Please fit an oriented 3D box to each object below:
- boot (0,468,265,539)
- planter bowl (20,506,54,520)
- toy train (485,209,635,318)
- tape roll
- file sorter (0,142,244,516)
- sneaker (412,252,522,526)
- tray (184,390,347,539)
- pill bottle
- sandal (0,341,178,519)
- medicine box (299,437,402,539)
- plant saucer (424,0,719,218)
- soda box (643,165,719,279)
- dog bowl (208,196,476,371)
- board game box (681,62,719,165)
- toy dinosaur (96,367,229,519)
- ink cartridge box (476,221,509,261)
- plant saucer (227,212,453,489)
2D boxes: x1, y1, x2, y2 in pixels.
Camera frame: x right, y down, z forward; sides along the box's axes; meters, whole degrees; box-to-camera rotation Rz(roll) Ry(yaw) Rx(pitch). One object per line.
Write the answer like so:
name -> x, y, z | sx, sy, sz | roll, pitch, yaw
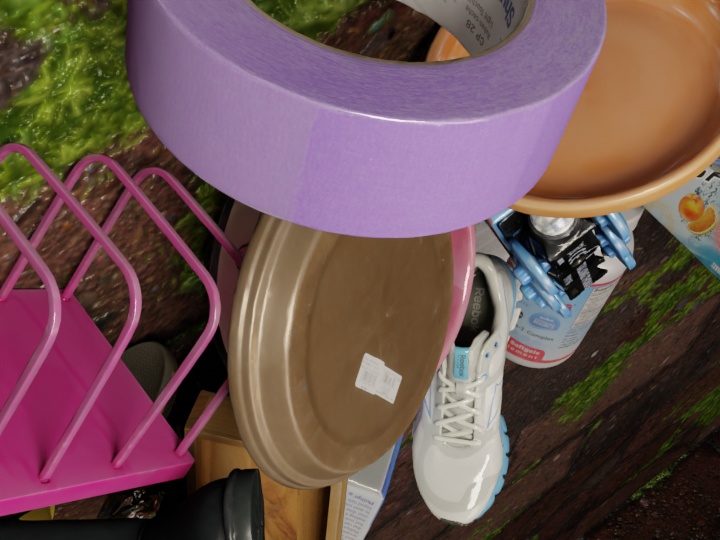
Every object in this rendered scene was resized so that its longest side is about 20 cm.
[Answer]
boot -> -0.136, 0.166, 0.611 | 0.167, 0.077, 0.200 | -2, 157, -7
planter bowl -> -0.285, 0.241, 0.756 | 0.200, 0.084, 0.201 | -33, 153, -19
toy train -> 0.126, -0.036, 0.751 | 0.087, 0.115, 0.200 | -39, 162, 6
tape roll -> 0.001, -0.109, 0.469 | 0.199, 0.200, 0.066 | -26, 152, -31
file sorter -> -0.159, 0.019, 0.518 | 0.200, 0.139, 0.126 | 1, 130, -56
sneaker -> 0.071, 0.080, 0.777 | 0.087, 0.074, 0.202 | 38, 56, -75
tray -> -0.061, 0.167, 0.720 | 0.037, 0.098, 0.201 | -72, 171, -47
pill bottle -> 0.188, -0.007, 1.020 | 0.108, 0.109, 0.201 | -25, 150, -33
sandal -> -0.204, 0.104, 0.685 | 0.199, 0.082, 0.055 | -28, 134, -13
medicine box -> -0.034, 0.138, 0.836 | 0.183, 0.102, 0.201 | -69, 180, -46
plant saucer -> 0.135, -0.113, 0.657 | 0.200, 0.200, 0.038 | -39, 145, -6
soda box -> 0.269, -0.077, 0.915 | 0.068, 0.200, 0.064 | -4, 136, -51
dog bowl -> 0.000, 0.000, 0.687 | 0.200, 0.073, 0.202 | -22, 118, -48
board game box -> 0.180, -0.128, 0.765 | 0.200, 0.199, 0.062 | -39, 138, -68
toy dinosaur -> -0.131, 0.113, 0.802 | 0.201, 0.102, 0.136 | -68, 167, 3
ink cartridge box -> 0.063, -0.011, 0.905 | 0.162, 0.057, 0.200 | -29, 156, -28
plant saucer -> 0.000, 0.024, 0.596 | 0.200, 0.029, 0.201 | -27, 123, -53
